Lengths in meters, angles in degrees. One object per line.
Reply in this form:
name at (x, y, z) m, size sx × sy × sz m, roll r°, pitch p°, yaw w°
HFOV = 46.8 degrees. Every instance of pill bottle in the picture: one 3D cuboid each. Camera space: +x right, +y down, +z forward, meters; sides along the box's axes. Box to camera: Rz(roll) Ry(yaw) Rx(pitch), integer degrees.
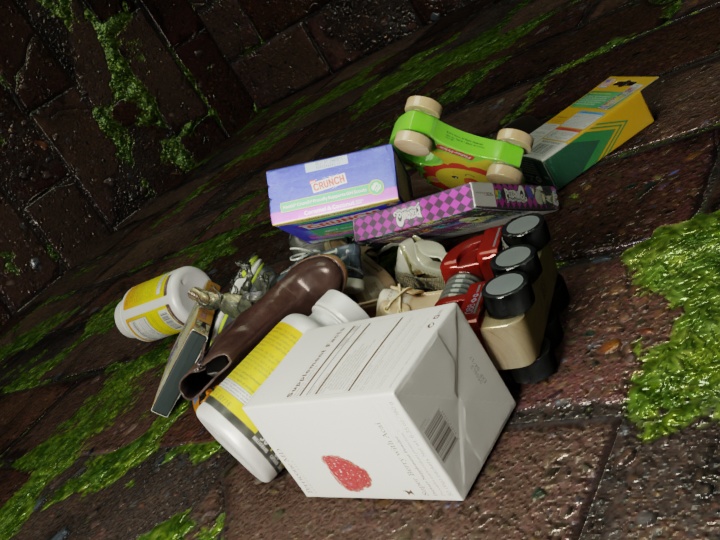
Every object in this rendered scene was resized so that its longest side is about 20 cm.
pill bottle at (-0.072, 0.118, 0.902) m, size 0.200 × 0.112 × 0.111 m, roll -47°, pitch 22°, yaw -18°
pill bottle at (-0.364, 0.067, 1.531) m, size 0.199 × 0.110 × 0.109 m, roll -18°, pitch 24°, yaw 37°

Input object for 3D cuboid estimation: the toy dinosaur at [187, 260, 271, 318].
toy dinosaur at (-0.159, 0.040, 1.191) m, size 0.199 × 0.089 × 0.047 m, roll 21°, pitch 16°, yaw 30°

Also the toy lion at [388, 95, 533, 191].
toy lion at (0.130, -0.143, 1.107) m, size 0.192 × 0.198 × 0.069 m, roll 139°, pitch 149°, yaw -76°

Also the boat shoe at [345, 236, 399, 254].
boat shoe at (0.009, -0.053, 1.285) m, size 0.198 × 0.066 × 0.075 m, roll -28°, pitch 20°, yaw 14°

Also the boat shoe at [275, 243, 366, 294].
boat shoe at (-0.057, 0.001, 1.101) m, size 0.200 × 0.074 × 0.063 m, roll -12°, pitch 71°, yaw 64°

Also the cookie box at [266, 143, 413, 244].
cookie box at (-0.020, -0.097, 1.127) m, size 0.169 × 0.076 × 0.200 m, roll -11°, pitch -8°, yaw 9°

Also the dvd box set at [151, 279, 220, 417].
dvd box set at (-0.264, 0.114, 1.276) m, size 0.147 × 0.029 × 0.200 m, roll -61°, pitch 13°, yaw 15°

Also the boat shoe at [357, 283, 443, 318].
boat shoe at (0.040, 0.054, 0.969) m, size 0.199 × 0.069 × 0.074 m, roll -21°, pitch 22°, yaw 33°

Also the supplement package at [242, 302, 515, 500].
supplement package at (0.014, 0.124, 0.758) m, size 0.199 × 0.122 × 0.120 m, roll -14°, pitch 26°, yaw 45°

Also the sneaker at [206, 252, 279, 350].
sneaker at (-0.179, 0.071, 1.279) m, size 0.201 × 0.080 × 0.074 m, roll -65°, pitch 11°, yaw -23°

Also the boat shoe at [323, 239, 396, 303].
boat shoe at (0.000, 0.000, 1.179) m, size 0.064 × 0.072 × 0.200 m, roll -29°, pitch 29°, yaw -4°

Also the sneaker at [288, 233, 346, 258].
sneaker at (-0.030, -0.074, 1.365) m, size 0.199 × 0.091 × 0.076 m, roll -37°, pitch 17°, yaw -15°

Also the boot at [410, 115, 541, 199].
boot at (0.173, -0.173, 1.336) m, size 0.186 × 0.065 × 0.200 m, roll -39°, pitch 15°, yaw -21°

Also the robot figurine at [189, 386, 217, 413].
robot figurine at (-0.163, 0.145, 1.091) m, size 0.144 × 0.059 × 0.200 m, roll -33°, pitch 19°, yaw -8°

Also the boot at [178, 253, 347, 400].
boot at (-0.109, 0.069, 0.972) m, size 0.200 × 0.073 × 0.166 m, roll -38°, pitch 5°, yaw 29°

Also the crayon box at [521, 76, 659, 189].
crayon box at (0.314, -0.195, 1.162) m, size 0.199 × 0.052 × 0.126 m, roll -36°, pitch 19°, yaw -5°

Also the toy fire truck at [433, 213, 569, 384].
toy fire truck at (0.100, 0.050, 0.840) m, size 0.198 × 0.130 × 0.176 m, roll -11°, pitch 27°, yaw 26°

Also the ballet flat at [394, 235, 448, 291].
ballet flat at (0.087, -0.009, 1.037) m, size 0.068 × 0.075 × 0.200 m, roll -44°, pitch 21°, yaw -13°

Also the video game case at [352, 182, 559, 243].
video game case at (0.121, -0.071, 1.060) m, size 0.180 × 0.036 × 0.199 m, roll -4°, pitch -7°, yaw -44°
